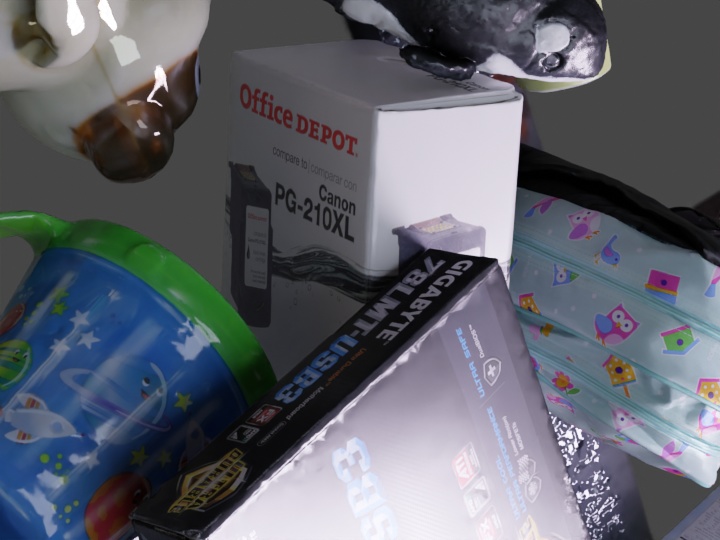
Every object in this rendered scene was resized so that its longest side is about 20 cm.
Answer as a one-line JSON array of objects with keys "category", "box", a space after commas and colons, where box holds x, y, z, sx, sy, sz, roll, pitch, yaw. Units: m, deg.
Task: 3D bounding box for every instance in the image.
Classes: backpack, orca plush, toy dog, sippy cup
[{"category": "backpack", "box": [0.132, 0.021, 1.053, 0.167, 0.200, 0.127, 20, 95, -35]}, {"category": "orca plush", "box": [0.026, -0.154, 0.953, 0.105, 0.200, 0.071, -41, 157, -50]}, {"category": "toy dog", "box": [-0.152, -0.112, 0.878, 0.200, 0.140, 0.194, 23, 106, -34]}, {"category": "sippy cup", "box": [-0.127, 0.068, 0.931, 0.130, 0.178, 0.140, -47, 153, -29]}]

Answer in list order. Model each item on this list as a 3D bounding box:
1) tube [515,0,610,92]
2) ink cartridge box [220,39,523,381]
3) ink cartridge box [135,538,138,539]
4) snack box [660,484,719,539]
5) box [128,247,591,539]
[{"category": "tube", "box": [0.084, -0.191, 1.049, 0.058, 0.052, 0.200, -46, 129, -57]}, {"category": "ink cartridge box", "box": [0.000, 0.000, 0.998, 0.084, 0.145, 0.200, -7, 109, -31]}, {"category": "ink cartridge box", "box": [-0.207, 0.168, 0.999, 0.200, 0.057, 0.163, 23, 93, -53]}, {"category": "snack box", "box": [0.239, 0.220, 1.263, 0.200, 0.068, 0.169, -40, 122, -15]}, {"category": "box", "box": [0.012, 0.126, 0.901, 0.198, 0.050, 0.200, -41, 125, -35]}]
